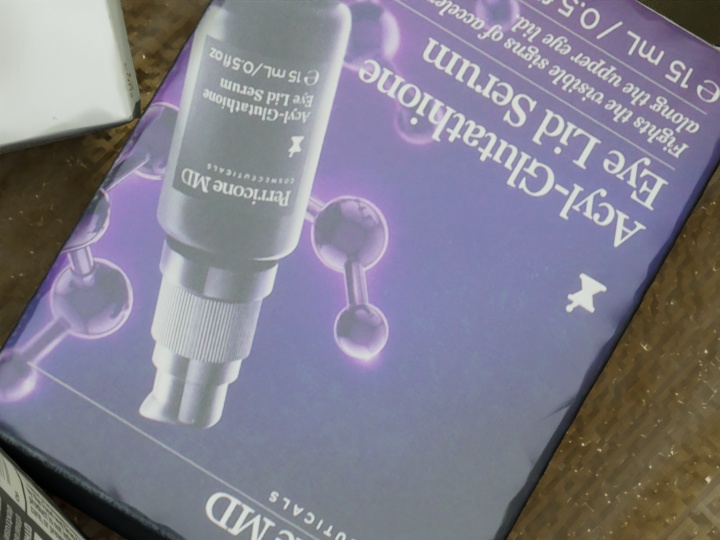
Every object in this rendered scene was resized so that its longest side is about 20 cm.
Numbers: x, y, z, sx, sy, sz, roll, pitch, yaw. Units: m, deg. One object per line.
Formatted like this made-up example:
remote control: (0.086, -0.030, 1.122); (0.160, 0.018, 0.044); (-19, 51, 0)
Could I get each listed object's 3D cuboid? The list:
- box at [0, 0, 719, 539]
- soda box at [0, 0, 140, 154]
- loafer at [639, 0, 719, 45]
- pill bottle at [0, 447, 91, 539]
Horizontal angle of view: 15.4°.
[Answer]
box: (0.000, 0.000, 0.764); (0.147, 0.104, 0.201); (29, 81, 1)
soda box: (-0.165, -0.054, 0.749); (0.199, 0.064, 0.069); (-12, 95, -1)
loafer: (0.120, -0.100, 0.737); (0.076, 0.200, 0.068); (14, 59, -7)
pill bottle: (-0.121, 0.096, 0.698); (0.106, 0.200, 0.107); (-16, 47, 19)
